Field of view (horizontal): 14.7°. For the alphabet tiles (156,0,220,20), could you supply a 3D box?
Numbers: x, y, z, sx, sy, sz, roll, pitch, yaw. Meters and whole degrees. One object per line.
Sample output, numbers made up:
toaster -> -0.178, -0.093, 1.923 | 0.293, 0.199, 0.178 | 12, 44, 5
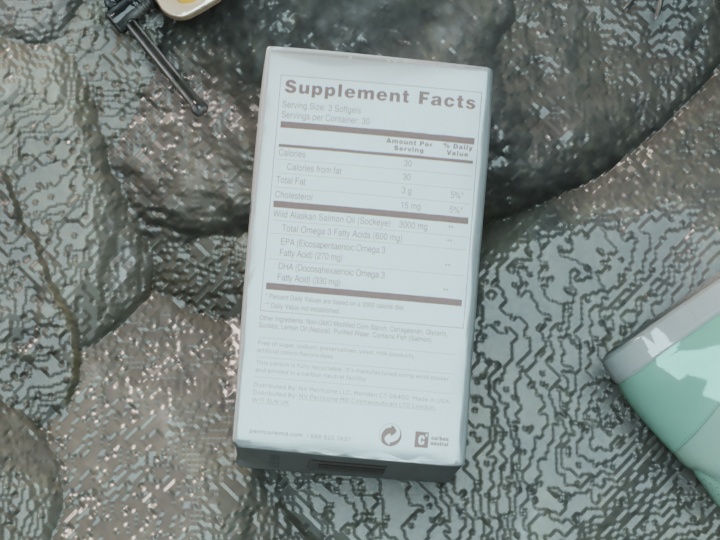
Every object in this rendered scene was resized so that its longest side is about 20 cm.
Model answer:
alphabet tiles -> -0.096, -0.238, 1.472 | 0.200, 0.015, 0.196 | -30, 78, -4

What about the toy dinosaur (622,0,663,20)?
toy dinosaur -> 0.223, -0.209, 1.464 | 0.200, 0.105, 0.182 | -38, 105, -19

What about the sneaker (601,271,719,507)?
sneaker -> 0.236, 0.039, 1.432 | 0.200, 0.074, 0.118 | -34, 89, -7

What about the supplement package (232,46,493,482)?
supplement package -> 0.000, 0.000, 1.406 | 0.117, 0.117, 0.201 | 5, 81, -1

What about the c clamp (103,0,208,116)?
c clamp -> -0.073, -0.206, 1.486 | 0.200, 0.027, 0.171 | -44, 80, -6
